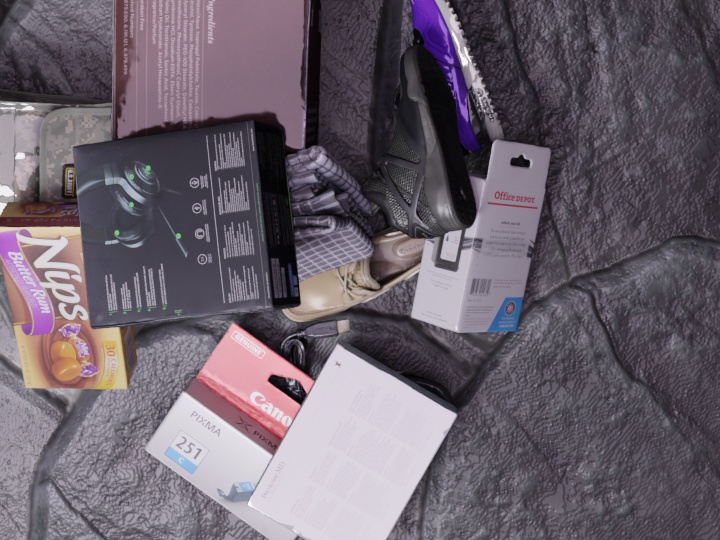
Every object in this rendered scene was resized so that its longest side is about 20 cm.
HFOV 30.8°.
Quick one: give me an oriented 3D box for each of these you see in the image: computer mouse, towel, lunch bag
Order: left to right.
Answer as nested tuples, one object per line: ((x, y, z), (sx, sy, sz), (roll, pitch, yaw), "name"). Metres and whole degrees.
((-0.346, -0.105, 1.406), (0.197, 0.118, 0.166), (4, 104, -1), "lunch bag")
((-0.089, -0.038, 1.353), (0.198, 0.166, 0.087), (-15, 69, 14), "towel")
((0.006, 0.118, 1.457), (0.197, 0.046, 0.142), (-3, 105, 12), "computer mouse")

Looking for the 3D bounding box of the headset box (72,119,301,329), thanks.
((-0.170, -0.040, 1.240), (0.198, 0.093, 0.176), (-8, 88, 14), "headset box")

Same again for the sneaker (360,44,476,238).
((0.046, -0.127, 1.341), (0.113, 0.076, 0.202), (-16, 78, 31), "sneaker")

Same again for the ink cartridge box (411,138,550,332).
((0.129, -0.040, 1.390), (0.067, 0.115, 0.203), (17, 100, 39), "ink cartridge box")

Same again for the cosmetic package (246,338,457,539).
((-0.009, 0.198, 1.405), (0.150, 0.052, 0.201), (30, 94, -3), "cosmetic package")

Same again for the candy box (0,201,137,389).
((-0.304, 0.028, 1.367), (0.115, 0.057, 0.202), (1, 123, 3), "candy box")

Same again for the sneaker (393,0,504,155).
((0.074, -0.212, 1.398), (0.099, 0.070, 0.202), (-23, 96, 8), "sneaker")

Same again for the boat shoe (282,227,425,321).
((0.000, 0.000, 1.431), (0.198, 0.065, 0.073), (-23, 96, 5), "boat shoe")

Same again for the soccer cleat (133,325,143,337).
((-0.223, 0.009, 1.443), (0.077, 0.069, 0.202), (24, 96, -6), "soccer cleat")

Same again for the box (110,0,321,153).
((-0.145, -0.210, 1.359), (0.197, 0.166, 0.166), (3, 97, 3), "box")

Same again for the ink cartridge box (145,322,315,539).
((-0.113, 0.185, 1.452), (0.199, 0.045, 0.177), (35, 112, -2), "ink cartridge box")
